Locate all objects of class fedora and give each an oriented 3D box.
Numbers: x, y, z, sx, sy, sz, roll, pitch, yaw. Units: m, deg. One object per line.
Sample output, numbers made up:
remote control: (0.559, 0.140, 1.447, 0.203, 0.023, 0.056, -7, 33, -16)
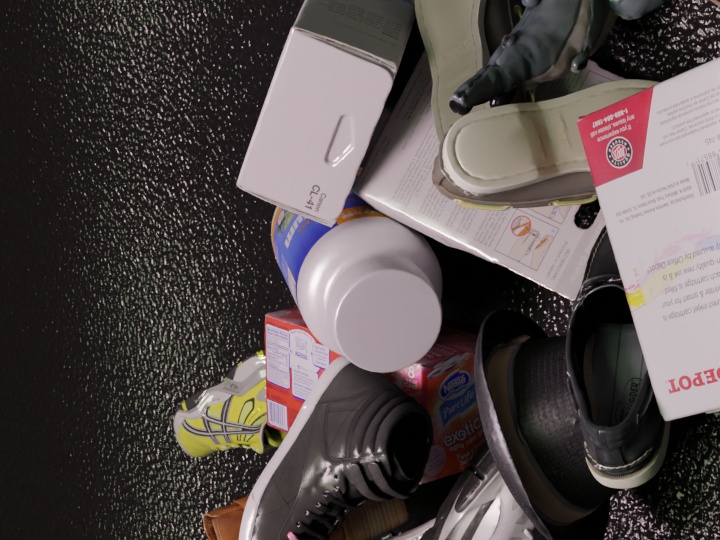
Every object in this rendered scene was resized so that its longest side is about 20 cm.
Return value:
fedora: (0.158, 0.100, 1.314, 0.091, 0.200, 0.201, -22, 81, 23)

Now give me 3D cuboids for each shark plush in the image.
shark plush: (0.115, -0.172, 1.284, 0.083, 0.200, 0.091, 56, 160, -23)

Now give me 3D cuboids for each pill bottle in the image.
pill bottle: (0.000, 0.000, 1.459, 0.200, 0.112, 0.113, -121, 33, -66)

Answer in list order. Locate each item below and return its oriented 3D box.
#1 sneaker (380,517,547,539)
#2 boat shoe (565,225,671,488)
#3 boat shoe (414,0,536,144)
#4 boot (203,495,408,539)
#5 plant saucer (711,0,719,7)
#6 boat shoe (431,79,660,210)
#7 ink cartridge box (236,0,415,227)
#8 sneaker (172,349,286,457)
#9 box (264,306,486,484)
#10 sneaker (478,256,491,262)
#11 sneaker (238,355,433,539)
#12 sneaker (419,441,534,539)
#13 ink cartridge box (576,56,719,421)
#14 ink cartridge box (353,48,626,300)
sneaker: (0.079, 0.228, 1.516, 0.200, 0.118, 0.074, -13, 81, 18)
boat shoe: (0.166, 0.036, 1.220, 0.074, 0.066, 0.200, -2, 57, 25)
boat shoe: (0.084, -0.166, 1.339, 0.072, 0.060, 0.202, -23, 62, 44)
boot: (-0.053, 0.191, 1.559, 0.200, 0.154, 0.074, -175, 69, -82)
plant saucer: (0.263, -0.257, 1.183, 0.200, 0.034, 0.201, 16, 111, 48)
boat shoe: (0.145, -0.080, 1.262, 0.060, 0.201, 0.072, 129, 132, -69)
ink cartridge box: (-0.016, -0.152, 1.431, 0.085, 0.200, 0.148, 21, 123, -1)
sneaker: (-0.106, 0.135, 1.717, 0.200, 0.075, 0.077, -40, 67, 50)
box: (0.018, 0.092, 1.531, 0.200, 0.095, 0.100, 15, 111, 48)
sneaker: (0.070, -0.062, 1.446, 0.200, 0.071, 0.073, 27, 119, 45)
sneaker: (-0.017, 0.166, 1.409, 0.099, 0.071, 0.201, 20, 81, 44)
sneaker: (0.116, 0.203, 1.423, 0.115, 0.201, 0.076, 36, 178, -5)
ink cartridge box: (0.252, -0.026, 1.165, 0.145, 0.144, 0.201, -20, 84, 52)
ink cartridge box: (0.113, -0.083, 1.362, 0.200, 0.050, 0.161, 28, 89, 26)
